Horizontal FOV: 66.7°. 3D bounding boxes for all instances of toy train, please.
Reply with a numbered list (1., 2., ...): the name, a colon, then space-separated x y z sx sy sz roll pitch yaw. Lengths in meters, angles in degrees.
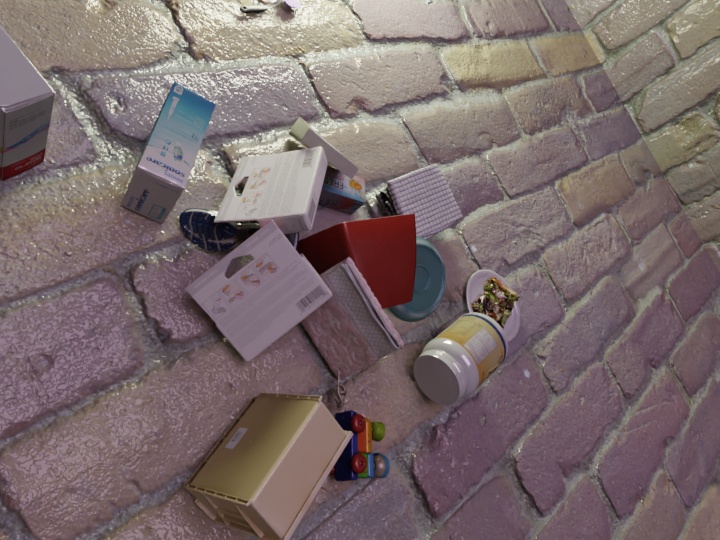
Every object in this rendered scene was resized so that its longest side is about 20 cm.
1. toy train: 0.002 0.303 1.066 0.115 0.084 0.202 20 58 -39

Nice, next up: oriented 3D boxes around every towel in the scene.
1. towel: 0.146 -0.162 1.372 0.199 0.085 0.167 -27 95 -35
2. towel: -0.035 0.099 1.053 0.201 0.190 0.032 57 39 0

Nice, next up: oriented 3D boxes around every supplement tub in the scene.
1. supplement tub: 0.225 0.197 1.228 0.199 0.144 0.145 -30 88 -40

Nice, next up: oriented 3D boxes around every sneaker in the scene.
1. sneaker: -0.249 -0.081 1.064 0.198 0.078 0.085 14 27 -14

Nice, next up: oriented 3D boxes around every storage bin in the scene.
1. storage bin: -0.152 0.304 0.877 0.094 0.197 0.200 57 48 -23

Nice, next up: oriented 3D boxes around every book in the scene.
1. book: -0.082 -0.268 1.197 0.133 0.200 0.048 35 97 -22

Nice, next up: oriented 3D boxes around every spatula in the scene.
1. spatula: -0.224 -0.664 1.368 0.057 0.021 0.200 47 52 7

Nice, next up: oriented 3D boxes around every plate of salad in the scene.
1. plate of salad: 0.358 0.089 1.436 0.199 0.048 0.202 15 62 -31

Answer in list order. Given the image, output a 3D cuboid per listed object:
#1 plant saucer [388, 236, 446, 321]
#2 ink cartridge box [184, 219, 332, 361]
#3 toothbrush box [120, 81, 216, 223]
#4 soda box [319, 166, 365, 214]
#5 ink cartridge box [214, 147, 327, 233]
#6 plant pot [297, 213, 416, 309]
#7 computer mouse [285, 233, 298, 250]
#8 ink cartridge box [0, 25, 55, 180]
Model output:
1. plant saucer: 0.131 0.019 1.275 0.199 0.027 0.202 1 88 -34
2. ink cartridge box: -0.180 0.035 0.984 0.199 0.045 0.177 -37 104 0
3. toothbrush box: -0.349 -0.211 0.994 0.085 0.146 0.202 25 56 -24
4. soda box: -0.085 -0.192 1.231 0.199 0.063 0.069 14 62 -30
5. ink cartridge box: -0.164 -0.151 1.042 0.045 0.174 0.201 71 20 -45
6. plant pot: 0.000 0.000 1.135 0.199 0.199 0.178 -11 87 -38
7. computer mouse: -0.130 -0.079 1.100 0.046 0.140 0.202 26 56 -33
8. ink cartridge box: -0.553 -0.255 0.830 0.146 0.200 0.083 52 50 -5
